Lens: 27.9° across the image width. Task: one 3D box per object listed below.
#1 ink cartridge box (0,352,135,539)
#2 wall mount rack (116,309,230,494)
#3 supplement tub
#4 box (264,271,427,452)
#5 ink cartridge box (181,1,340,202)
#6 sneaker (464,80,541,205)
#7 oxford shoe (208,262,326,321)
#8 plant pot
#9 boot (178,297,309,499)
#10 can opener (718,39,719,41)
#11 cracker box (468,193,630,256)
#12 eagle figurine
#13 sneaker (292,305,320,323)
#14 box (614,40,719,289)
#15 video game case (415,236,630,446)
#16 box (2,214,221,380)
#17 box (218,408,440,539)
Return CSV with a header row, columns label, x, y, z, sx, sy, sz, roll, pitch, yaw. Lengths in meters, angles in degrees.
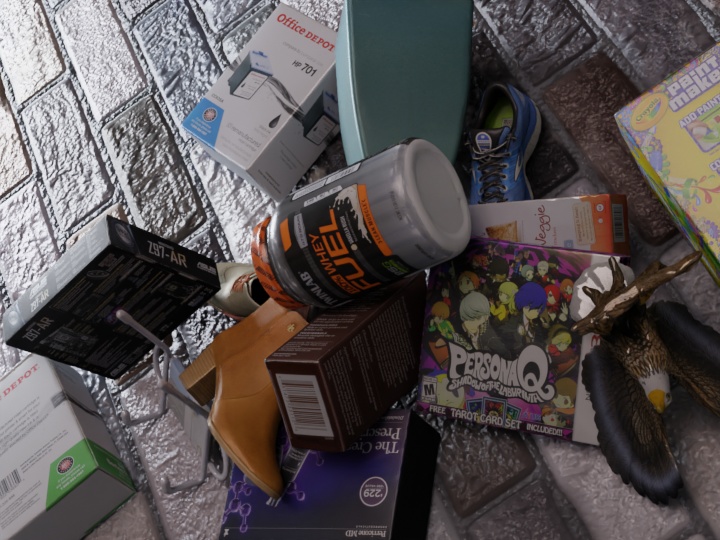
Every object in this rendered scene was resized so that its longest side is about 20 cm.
label,x,y,z,sx,sy,sz,roll,pitch,yaw
ink cartridge box,-0.363,0.211,1.656,0.146,0.084,0.200,-39,50,5
wall mount rack,-0.209,0.138,1.560,0.074,0.175,0.200,-15,44,-27
supplement tub,-0.003,-0.039,1.410,0.199,0.122,0.123,-24,52,30
box,-0.002,0.085,1.438,0.075,0.101,0.200,0,24,38
ink cartridge box,-0.095,-0.203,1.742,0.146,0.086,0.200,34,84,40
sneaker,0.140,-0.110,1.540,0.078,0.089,0.201,-6,66,28
oxford shoe,-0.115,0.018,1.628,0.199,0.074,0.071,12,69,35
plant pot,0.045,-0.178,1.583,0.140,0.141,0.201,2,72,-5
boot,-0.089,0.120,1.462,0.144,0.071,0.201,-39,51,-2
can opener,0.386,-0.169,1.446,0.078,0.063,0.201,5,65,32
cracker box,0.168,-0.003,1.448,0.199,0.058,0.135,-4,90,30
eagle figurine,0.266,0.093,1.297,0.151,0.200,0.151,-5,42,44
sneaker,0.000,0.000,1.557,0.199,0.077,0.082,-31,79,-25
box,0.340,-0.068,1.295,0.122,0.200,0.193,-35,69,8
video game case,0.155,0.063,1.406,0.199,0.036,0.183,9,95,28
box,-0.281,0.036,1.630,0.200,0.160,0.044,-40,47,28
box,-0.031,0.219,1.459,0.199,0.079,0.142,-6,63,28
